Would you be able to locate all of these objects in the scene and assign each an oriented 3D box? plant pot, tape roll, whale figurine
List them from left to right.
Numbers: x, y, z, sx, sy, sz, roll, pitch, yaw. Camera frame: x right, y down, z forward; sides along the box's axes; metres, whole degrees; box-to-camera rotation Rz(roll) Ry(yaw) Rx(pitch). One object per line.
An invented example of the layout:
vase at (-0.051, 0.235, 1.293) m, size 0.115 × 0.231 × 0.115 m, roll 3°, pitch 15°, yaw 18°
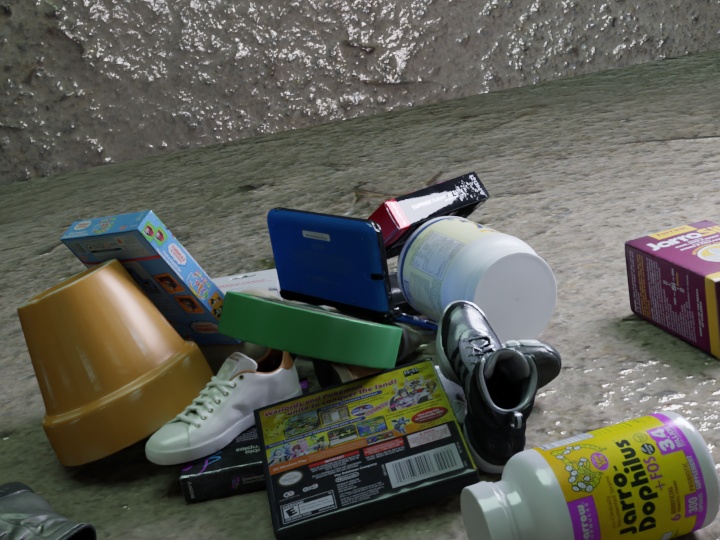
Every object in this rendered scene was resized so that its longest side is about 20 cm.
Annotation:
plant pot at (-0.297, 0.095, 1.244) m, size 0.200 × 0.183 × 0.200 m, roll -26°, pitch 9°, yaw 5°
whale figurine at (-0.166, 0.109, 1.393) m, size 0.200 × 0.104 × 0.159 m, roll -27°, pitch 36°, yaw 21°
tape roll at (-0.056, 0.066, 1.195) m, size 0.200 × 0.048 × 0.200 m, roll 13°, pitch -1°, yaw 0°

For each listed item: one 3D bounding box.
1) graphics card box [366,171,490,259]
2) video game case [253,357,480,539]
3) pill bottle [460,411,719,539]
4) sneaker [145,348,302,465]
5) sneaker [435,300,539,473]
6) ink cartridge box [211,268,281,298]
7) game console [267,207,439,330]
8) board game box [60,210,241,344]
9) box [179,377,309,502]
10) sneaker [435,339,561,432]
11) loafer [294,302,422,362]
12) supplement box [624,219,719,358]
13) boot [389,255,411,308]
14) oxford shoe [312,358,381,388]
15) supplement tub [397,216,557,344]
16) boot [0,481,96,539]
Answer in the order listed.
graphics card box at (0.079, -0.071, 1.542) m, size 0.200 × 0.051 × 0.125 m, roll -20°, pitch -16°, yaw -41°
video game case at (0.000, 0.176, 1.081) m, size 0.200 × 0.026 × 0.181 m, roll -16°, pitch 34°, yaw -2°
pill bottle at (0.190, 0.192, 0.909) m, size 0.200 × 0.104 × 0.104 m, roll -14°, pitch 18°, yaw -12°
sneaker at (-0.154, 0.138, 1.174) m, size 0.200 × 0.085 × 0.073 m, roll -27°, pitch 26°, yaw -38°
sneaker at (0.131, 0.094, 1.091) m, size 0.075 × 0.114 × 0.200 m, roll -4°, pitch 54°, yaw -12°
ink cartridge box at (-0.170, 0.062, 1.551) m, size 0.116 × 0.067 × 0.200 m, roll -9°, pitch 16°, yaw 1°
game console at (0.000, 0.000, 1.304) m, size 0.118 × 0.171 × 0.200 m, roll -24°, pitch 23°, yaw -38°
board game box at (-0.246, 0.015, 1.302) m, size 0.151 × 0.200 × 0.037 m, roll -4°, pitch 44°, yaw 40°
box at (-0.123, 0.185, 1.205) m, size 0.143 × 0.036 × 0.200 m, roll -11°, pitch 16°, yaw -1°
sneaker at (0.129, 0.144, 1.167) m, size 0.200 × 0.075 × 0.116 m, roll -15°, pitch 25°, yaw 4°
loafer at (-0.013, 0.084, 1.429) m, size 0.200 × 0.072 × 0.063 m, roll 10°, pitch 7°, yaw 31°
supplement box at (0.434, 0.018, 1.325) m, size 0.131 × 0.103 × 0.200 m, roll -15°, pitch 18°, yaw -14°
boot at (0.030, 0.019, 1.568) m, size 0.200 × 0.073 × 0.182 m, roll -15°, pitch 18°, yaw -21°
oxford shoe at (-0.017, 0.112, 1.333) m, size 0.071 × 0.071 × 0.200 m, roll -10°, pitch 28°, yaw -17°
supplement tub at (0.151, 0.014, 1.413) m, size 0.145 × 0.145 × 0.200 m, roll -16°, pitch 19°, yaw -20°
boot at (-0.361, 0.271, 1.018) m, size 0.131 × 0.068 × 0.200 m, roll 16°, pitch 31°, yaw 42°
